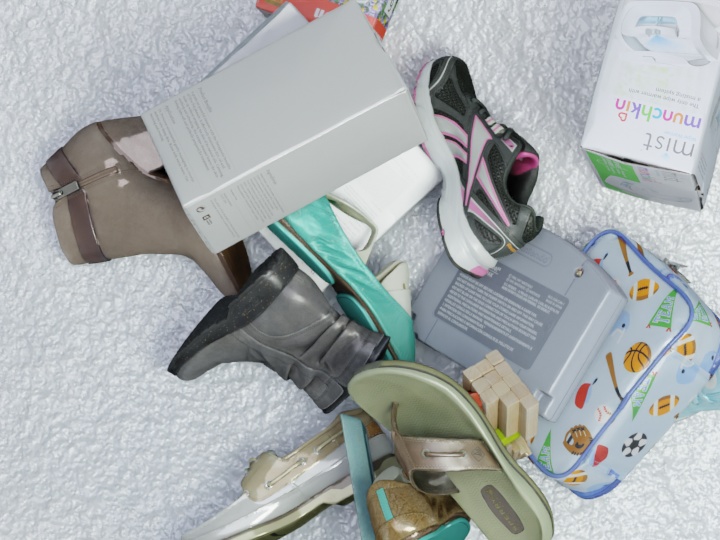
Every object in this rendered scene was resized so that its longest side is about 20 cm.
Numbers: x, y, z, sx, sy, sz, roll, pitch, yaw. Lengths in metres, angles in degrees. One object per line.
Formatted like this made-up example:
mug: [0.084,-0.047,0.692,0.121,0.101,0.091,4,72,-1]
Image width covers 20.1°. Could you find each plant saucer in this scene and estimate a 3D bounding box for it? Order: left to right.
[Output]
plant saucer: [0.010,0.216,1.627,0.019,0.070,0.201,-9,77,3]

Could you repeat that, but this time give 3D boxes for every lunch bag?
lunch bag: [0.195,0.070,1.638,0.200,0.075,0.160,-51,42,9]

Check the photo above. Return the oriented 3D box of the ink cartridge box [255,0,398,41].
ink cartridge box: [-0.027,-0.237,1.756,0.109,0.050,0.201,21,87,12]

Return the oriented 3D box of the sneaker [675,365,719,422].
sneaker: [0.282,0.080,1.646,0.199,0.082,0.074,-15,80,12]

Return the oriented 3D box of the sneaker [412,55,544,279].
sneaker: [0.107,-0.093,1.678,0.086,0.080,0.201,-23,63,22]

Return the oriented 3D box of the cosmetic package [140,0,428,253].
cosmetic package: [-0.061,-0.115,1.621,0.199,0.085,0.108,-26,58,1]

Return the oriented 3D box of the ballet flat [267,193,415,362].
ballet flat: [0.000,0.000,1.679,0.070,0.067,0.200,-42,104,-10]

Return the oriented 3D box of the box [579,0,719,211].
box: [0.250,-0.152,1.619,0.096,0.200,0.177,15,88,12]

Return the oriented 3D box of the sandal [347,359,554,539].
sandal: [0.069,0.146,1.536,0.201,0.057,0.080,47,134,-4]

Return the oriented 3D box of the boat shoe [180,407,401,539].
boat shoe: [-0.067,0.185,1.710,0.199,0.075,0.069,-26,78,-4]

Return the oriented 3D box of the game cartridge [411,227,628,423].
game cartridge: [0.128,0.030,1.652,0.200,0.040,0.134,32,94,51]

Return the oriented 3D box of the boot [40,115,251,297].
boot: [-0.190,-0.040,1.762,0.146,0.070,0.201,-24,78,13]

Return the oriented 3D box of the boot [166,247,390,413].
boot: [-0.071,0.076,1.691,0.132,0.200,0.070,42,52,-9]

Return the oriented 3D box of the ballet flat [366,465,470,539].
ballet flat: [0.041,0.191,1.620,0.068,0.200,0.073,-30,77,10]

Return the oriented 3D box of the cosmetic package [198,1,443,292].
cosmetic package: [-0.049,-0.103,1.713,0.151,0.052,0.200,-42,100,2]

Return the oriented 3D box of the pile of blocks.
pile of blocks: [0.084,0.129,1.615,0.062,0.200,0.082,-28,82,-17]
